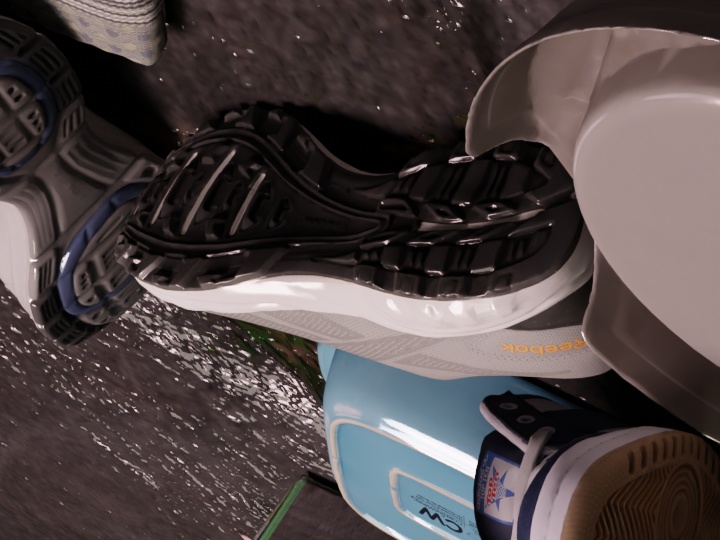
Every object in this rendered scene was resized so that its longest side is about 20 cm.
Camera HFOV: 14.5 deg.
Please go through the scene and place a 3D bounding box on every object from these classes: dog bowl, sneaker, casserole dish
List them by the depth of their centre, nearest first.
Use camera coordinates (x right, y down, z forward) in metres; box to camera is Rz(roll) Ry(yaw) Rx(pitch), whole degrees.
[{"bbox_3d":[0.127,-0.013,0.732,0.200,0.059,0.200,27,155,14],"label":"dog bowl"},{"bbox_3d":[0.063,0.076,0.869,0.108,0.070,0.200,12,180,27],"label":"sneaker"},{"bbox_3d":[0.000,0.000,0.903,0.200,0.074,0.079,11,152,41],"label":"sneaker"},{"bbox_3d":[-0.121,-0.045,0.982,0.087,0.075,0.200,41,168,32],"label":"sneaker"},{"bbox_3d":[0.061,0.086,1.024,0.200,0.039,0.121,27,154,19],"label":"casserole dish"}]

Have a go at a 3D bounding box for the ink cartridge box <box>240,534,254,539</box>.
[{"bbox_3d":[0.079,0.128,0.904,0.200,0.047,0.160,35,169,-30],"label":"ink cartridge box"}]

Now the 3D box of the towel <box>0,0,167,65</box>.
[{"bbox_3d":[-0.149,-0.156,0.861,0.200,0.035,0.193,25,157,15],"label":"towel"}]

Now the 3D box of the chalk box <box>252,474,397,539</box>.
[{"bbox_3d":[0.001,0.180,1.171,0.200,0.125,0.124,22,153,28],"label":"chalk box"}]
